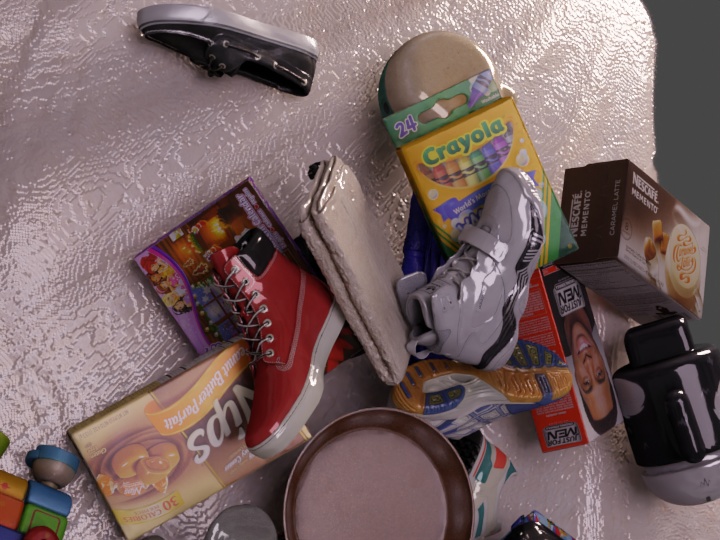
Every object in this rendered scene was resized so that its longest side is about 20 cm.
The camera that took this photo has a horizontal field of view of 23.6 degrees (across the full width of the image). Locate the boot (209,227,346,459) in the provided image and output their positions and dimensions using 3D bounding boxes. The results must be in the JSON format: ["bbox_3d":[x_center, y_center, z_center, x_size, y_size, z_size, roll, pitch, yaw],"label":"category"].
[{"bbox_3d":[-0.097,0.061,1.556,0.144,0.072,0.201,42,43,-25],"label":"boot"}]

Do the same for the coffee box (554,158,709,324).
[{"bbox_3d":[0.296,-0.028,1.858,0.200,0.079,0.115,32,60,-47],"label":"coffee box"}]

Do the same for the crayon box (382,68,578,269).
[{"bbox_3d":[0.119,-0.086,1.725,0.125,0.052,0.201,-25,96,-4],"label":"crayon box"}]

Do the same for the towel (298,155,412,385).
[{"bbox_3d":[0.000,0.000,1.637,0.201,0.034,0.133,63,22,-22],"label":"towel"}]

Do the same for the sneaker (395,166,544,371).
[{"bbox_3d":[0.104,-0.003,1.648,0.114,0.075,0.201,4,101,-35],"label":"sneaker"}]

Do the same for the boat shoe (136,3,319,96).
[{"bbox_3d":[-0.130,-0.221,1.728,0.199,0.069,0.057,10,76,-28],"label":"boat shoe"}]

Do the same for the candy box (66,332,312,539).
[{"bbox_3d":[-0.160,0.153,1.614,0.199,0.055,0.116,-29,97,-13],"label":"candy box"}]

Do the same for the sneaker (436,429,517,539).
[{"bbox_3d":[0.101,0.267,1.750,0.093,0.070,0.201,36,71,-32],"label":"sneaker"}]

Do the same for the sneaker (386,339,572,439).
[{"bbox_3d":[0.115,0.126,1.739,0.199,0.088,0.076,-5,53,-20],"label":"sneaker"}]

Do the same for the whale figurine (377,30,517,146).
[{"bbox_3d":[0.097,-0.149,1.803,0.159,0.104,0.201,-29,86,-30],"label":"whale figurine"}]

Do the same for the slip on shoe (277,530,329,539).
[{"bbox_3d":[-0.040,0.274,1.681,0.199,0.061,0.075,-9,83,-30],"label":"slip on shoe"}]

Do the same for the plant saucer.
[{"bbox_3d":[0.014,0.233,1.654,0.199,0.034,0.202,3,83,-23],"label":"plant saucer"}]

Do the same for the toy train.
[{"bbox_3d":[-0.349,0.188,1.529,0.199,0.085,0.116,25,59,-21],"label":"toy train"}]

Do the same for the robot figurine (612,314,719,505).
[{"bbox_3d":[0.346,0.152,1.856,0.150,0.124,0.201,-16,89,-41],"label":"robot figurine"}]

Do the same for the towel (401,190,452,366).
[{"bbox_3d":[0.100,0.026,1.791,0.147,0.049,0.201,22,70,-39],"label":"towel"}]

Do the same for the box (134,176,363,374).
[{"bbox_3d":[-0.107,0.030,1.671,0.136,0.039,0.201,-34,97,3],"label":"box"}]

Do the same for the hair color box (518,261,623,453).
[{"bbox_3d":[0.209,0.080,1.821,0.101,0.061,0.201,-19,94,-58],"label":"hair color box"}]

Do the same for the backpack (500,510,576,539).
[{"bbox_3d":[0.166,0.370,1.725,0.182,0.135,0.200,36,102,-26],"label":"backpack"}]

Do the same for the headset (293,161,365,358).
[{"bbox_3d":[-0.022,-0.010,1.727,0.123,0.094,0.202,-16,99,-29],"label":"headset"}]

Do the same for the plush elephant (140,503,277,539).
[{"bbox_3d":[-0.126,0.305,1.554,0.154,0.200,0.166,-11,78,-24],"label":"plush elephant"}]
